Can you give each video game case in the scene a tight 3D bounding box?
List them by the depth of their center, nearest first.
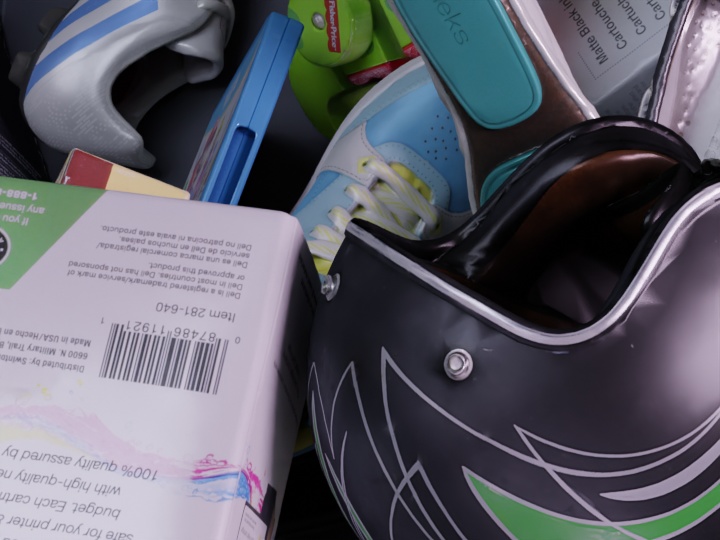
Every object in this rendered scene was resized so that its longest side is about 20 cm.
[{"bbox_3d":[-0.077,0.002,1.217,0.018,0.143,0.201,22,71,-6],"label":"video game case"}]

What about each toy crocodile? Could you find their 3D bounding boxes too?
[{"bbox_3d":[0.034,-0.117,1.202,0.200,0.067,0.062,-33,80,43],"label":"toy crocodile"}]

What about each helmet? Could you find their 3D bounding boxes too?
[{"bbox_3d":[0.081,0.047,1.022,0.190,0.200,0.200,-32,48,-8],"label":"helmet"}]

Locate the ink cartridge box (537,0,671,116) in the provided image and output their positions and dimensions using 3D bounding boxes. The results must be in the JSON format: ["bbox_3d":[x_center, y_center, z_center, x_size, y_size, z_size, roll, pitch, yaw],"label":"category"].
[{"bbox_3d":[0.098,-0.148,1.237,0.200,0.041,0.200,-38,49,10],"label":"ink cartridge box"}]

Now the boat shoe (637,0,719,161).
[{"bbox_3d":[0.158,-0.107,1.123,0.074,0.060,0.201,26,94,14],"label":"boat shoe"}]

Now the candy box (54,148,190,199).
[{"bbox_3d":[-0.130,0.039,1.189,0.200,0.055,0.116,134,156,-67],"label":"candy box"}]

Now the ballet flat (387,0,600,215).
[{"bbox_3d":[0.069,-0.058,1.138,0.069,0.201,0.069,-23,16,7],"label":"ballet flat"}]

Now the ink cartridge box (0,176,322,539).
[{"bbox_3d":[-0.105,0.077,1.011,0.144,0.084,0.201,7,67,12],"label":"ink cartridge box"}]

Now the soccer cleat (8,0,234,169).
[{"bbox_3d":[-0.083,-0.137,1.343,0.086,0.070,0.201,24,80,24],"label":"soccer cleat"}]

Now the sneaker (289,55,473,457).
[{"bbox_3d":[0.000,0.000,1.151,0.200,0.079,0.131,-53,7,7],"label":"sneaker"}]

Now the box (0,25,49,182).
[{"bbox_3d":[-0.259,-0.037,1.366,0.199,0.104,0.183,-34,48,12],"label":"box"}]
